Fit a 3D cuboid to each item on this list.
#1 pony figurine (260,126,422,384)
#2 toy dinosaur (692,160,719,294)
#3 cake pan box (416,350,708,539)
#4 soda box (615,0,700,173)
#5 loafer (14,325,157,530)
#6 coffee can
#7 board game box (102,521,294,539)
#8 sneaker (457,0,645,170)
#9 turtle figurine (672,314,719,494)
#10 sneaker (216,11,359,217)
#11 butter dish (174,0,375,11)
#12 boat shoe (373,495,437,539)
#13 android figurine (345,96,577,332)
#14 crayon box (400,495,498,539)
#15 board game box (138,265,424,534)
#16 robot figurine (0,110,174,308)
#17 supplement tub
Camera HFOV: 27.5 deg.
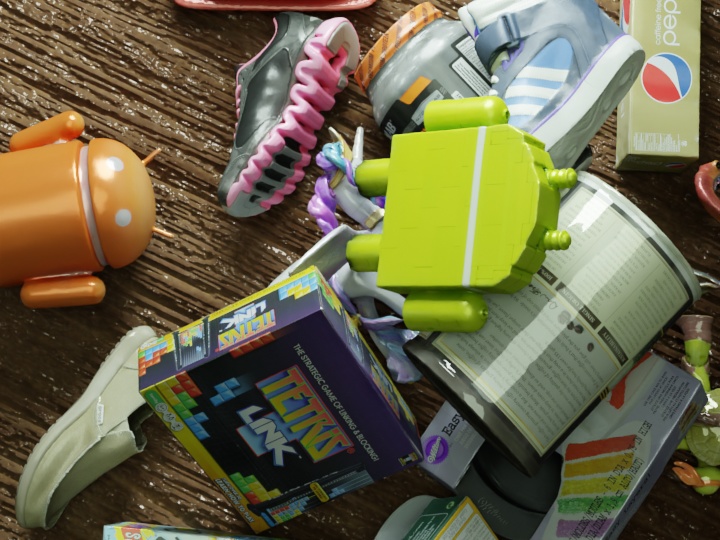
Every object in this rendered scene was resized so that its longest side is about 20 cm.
[{"bbox_3d":[0.000,0.000,1.258,0.200,0.166,0.194,42,72,-6],"label":"pony figurine"},{"bbox_3d":[0.367,-0.025,1.253,0.181,0.199,0.106,41,66,-25],"label":"toy dinosaur"},{"bbox_3d":[0.164,0.136,1.246,0.183,0.052,0.201,33,83,28],"label":"cake pan box"},{"bbox_3d":[0.266,-0.191,1.311,0.063,0.068,0.203,3,82,1],"label":"soda box"},{"bbox_3d":[-0.222,0.143,1.264,0.068,0.076,0.201,32,83,11],"label":"loafer"},{"bbox_3d":[0.152,0.042,1.176,0.146,0.146,0.200,44,86,6],"label":"coffee can"},{"bbox_3d":[-0.115,0.273,1.231,0.197,0.103,0.106,5,82,1],"label":"board game box"},{"bbox_3d":[0.118,-0.146,1.191,0.146,0.081,0.200,41,88,22],"label":"sneaker"},{"bbox_3d":[0.294,0.122,1.268,0.197,0.064,0.164,6,82,1],"label":"turtle figurine"},{"bbox_3d":[-0.082,-0.144,1.315,0.095,0.079,0.202,25,82,26],"label":"sneaker"},{"bbox_3d":[-0.077,-0.343,1.295,0.197,0.148,0.203,1,81,1],"label":"butter dish"},{"bbox_3d":[0.024,0.287,1.244,0.070,0.070,0.202,23,61,-3],"label":"boat shoe"},{"bbox_3d":[0.076,-0.044,1.121,0.198,0.041,0.185,-3,77,39],"label":"android figurine"},{"bbox_3d":[0.093,0.304,1.205,0.126,0.051,0.201,-45,106,-35],"label":"crayon box"},{"bbox_3d":[-0.062,0.111,1.200,0.164,0.201,0.057,-24,39,12],"label":"board game box"},{"bbox_3d":[-0.264,-0.052,1.271,0.197,0.118,0.145,-9,39,-1],"label":"robot figurine"},{"bbox_3d":[0.095,-0.128,1.276,0.122,0.123,0.200,-43,83,-5],"label":"supplement tub"}]
